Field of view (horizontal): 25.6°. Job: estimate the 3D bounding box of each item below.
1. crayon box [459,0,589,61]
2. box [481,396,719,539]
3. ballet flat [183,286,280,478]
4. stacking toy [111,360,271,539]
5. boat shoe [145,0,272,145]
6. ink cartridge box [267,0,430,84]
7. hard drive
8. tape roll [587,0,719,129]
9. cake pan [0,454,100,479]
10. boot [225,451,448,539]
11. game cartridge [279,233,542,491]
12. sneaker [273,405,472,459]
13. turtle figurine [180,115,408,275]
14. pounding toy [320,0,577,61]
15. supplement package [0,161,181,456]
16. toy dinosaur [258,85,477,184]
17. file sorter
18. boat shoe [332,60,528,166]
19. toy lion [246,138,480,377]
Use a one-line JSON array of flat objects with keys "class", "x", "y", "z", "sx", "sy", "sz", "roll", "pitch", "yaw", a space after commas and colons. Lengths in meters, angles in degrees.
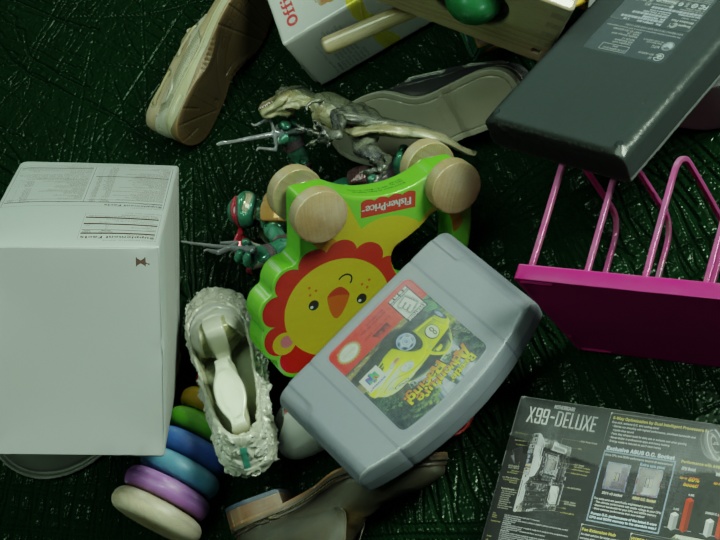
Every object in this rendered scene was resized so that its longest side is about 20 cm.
[{"class": "crayon box", "x": 0.116, "y": -0.303, "z": 1.402, "sx": 0.119, "sy": 0.058, "sz": 0.200, "roll": -23, "pitch": 88, "yaw": -3}, {"class": "box", "x": 0.195, "y": 0.186, "z": 1.185, "sx": 0.200, "sy": 0.050, "sz": 0.158, "roll": 5, "pitch": 68, "yaw": 32}, {"class": "ballet flat", "x": -0.110, "y": 0.080, "z": 1.342, "sx": 0.072, "sy": 0.072, "sz": 0.200, "roll": -30, "pitch": 53, "yaw": 14}, {"class": "stacking toy", "x": -0.137, "y": 0.136, "z": 1.393, "sx": 0.085, "sy": 0.085, "sz": 0.200, "roll": 16, "pitch": 70, "yaw": 35}, {"class": "boat shoe", "x": -0.153, "y": -0.224, "z": 1.593, "sx": 0.065, "sy": 0.072, "sz": 0.200, "roll": 23, "pitch": 85, "yaw": 37}, {"class": "ink cartridge box", "x": 0.007, "y": -0.294, "z": 1.524, "sx": 0.200, "sy": 0.083, "sz": 0.145, "roll": -29, "pitch": 55, "yaw": 14}, {"class": "hard drive", "x": 0.210, "y": -0.159, "z": 1.240, "sx": 0.140, "sy": 0.033, "sz": 0.200, "roll": 21, "pitch": 60, "yaw": 43}, {"class": "tape roll", "x": 0.295, "y": -0.221, "z": 1.328, "sx": 0.200, "sy": 0.066, "sz": 0.200, "roll": -14, "pitch": 59, "yaw": 24}, {"class": "cake pan", "x": -0.292, "y": 0.100, "z": 1.526, "sx": 0.200, "sy": 0.037, "sz": 0.200, "roll": -13, "pitch": 60, "yaw": 24}, {"class": "boot", "x": -0.009, "y": 0.213, "z": 1.293, "sx": 0.200, "sy": 0.075, "sz": 0.097, "roll": -21, "pitch": 74, "yaw": 21}, {"class": "game cartridge", "x": 0.043, "y": 0.074, "z": 1.265, "sx": 0.200, "sy": 0.041, "sz": 0.133, "roll": -45, "pitch": 55, "yaw": -5}, {"class": "sneaker", "x": 0.021, "y": 0.112, "z": 1.315, "sx": 0.201, "sy": 0.067, "sz": 0.108, "roll": -40, "pitch": 50, "yaw": 3}, {"class": "turtle figurine", "x": -0.057, "y": -0.063, "z": 1.434, "sx": 0.200, "sy": 0.101, "sz": 0.150, "roll": -2, "pitch": 71, "yaw": 16}, {"class": "pounding toy", "x": 0.090, "y": -0.263, "z": 1.314, "sx": 0.184, "sy": 0.142, "sz": 0.200, "roll": 20, "pitch": 72, "yaw": -1}, {"class": "supplement package", "x": -0.232, "y": 0.029, "z": 1.347, "sx": 0.147, "sy": 0.191, "sz": 0.200, "roll": 1, "pitch": 22, "yaw": -2}, {"class": "toy dinosaur", "x": -0.001, "y": -0.120, "z": 1.383, "sx": 0.200, "sy": 0.047, "sz": 0.088, "roll": 18, "pitch": 35, "yaw": 8}, {"class": "file sorter", "x": 0.247, "y": -0.011, "z": 1.201, "sx": 0.200, "sy": 0.139, "sz": 0.125, "roll": 6, "pitch": 68, "yaw": 33}, {"class": "boat shoe", "x": 0.065, "y": -0.145, "z": 1.443, "sx": 0.200, "sy": 0.073, "sz": 0.063, "roll": -13, "pitch": 17, "yaw": 31}, {"class": "toy lion", "x": 0.000, "y": 0.000, "z": 1.336, "sx": 0.200, "sy": 0.192, "sz": 0.069, "roll": -13, "pitch": 30, "yaw": -23}]
